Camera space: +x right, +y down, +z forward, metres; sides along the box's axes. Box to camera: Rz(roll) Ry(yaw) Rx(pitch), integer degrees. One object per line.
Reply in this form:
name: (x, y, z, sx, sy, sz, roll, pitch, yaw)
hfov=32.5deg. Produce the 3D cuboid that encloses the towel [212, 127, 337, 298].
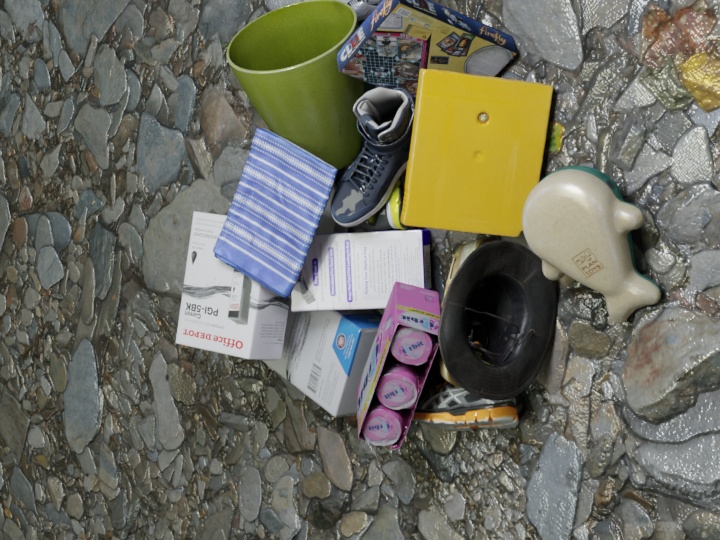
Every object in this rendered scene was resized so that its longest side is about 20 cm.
towel: (-0.122, -0.079, 1.709, 0.144, 0.024, 0.201, 30, 110, 24)

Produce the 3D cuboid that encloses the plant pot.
plant pot: (-0.069, -0.242, 1.725, 0.186, 0.187, 0.201, 23, 143, 42)

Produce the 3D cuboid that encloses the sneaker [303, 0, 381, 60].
sneaker: (-0.016, -0.390, 1.796, 0.200, 0.075, 0.116, -40, 53, 25)

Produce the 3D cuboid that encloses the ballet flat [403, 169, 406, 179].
ballet flat: (0.089, -0.182, 1.715, 0.065, 0.070, 0.202, -13, 88, 28)

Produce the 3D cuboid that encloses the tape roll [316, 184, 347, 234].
tape roll: (-0.110, -0.063, 1.883, 0.201, 0.037, 0.205, -16, 58, 27)

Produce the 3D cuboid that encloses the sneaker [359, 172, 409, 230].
sneaker: (0.022, -0.149, 1.737, 0.084, 0.074, 0.202, -11, 65, 18)

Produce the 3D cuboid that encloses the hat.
hat: (0.161, 0.061, 1.587, 0.081, 0.199, 0.203, 7, 98, 61)

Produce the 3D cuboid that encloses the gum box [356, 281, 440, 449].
gum box: (0.049, 0.133, 1.676, 0.114, 0.065, 0.201, -89, 15, -61)

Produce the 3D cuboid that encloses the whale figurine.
whale figurine: (0.290, -0.037, 1.511, 0.200, 0.104, 0.159, 51, 129, 0)

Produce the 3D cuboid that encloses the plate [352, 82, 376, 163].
plate: (-0.016, -0.262, 1.844, 0.199, 0.025, 0.202, 5, 98, 45)

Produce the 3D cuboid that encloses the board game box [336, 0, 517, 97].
board game box: (0.087, -0.283, 1.611, 0.135, 0.199, 0.035, -43, 45, 38)

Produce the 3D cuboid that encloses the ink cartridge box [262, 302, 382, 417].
ink cartridge box: (-0.054, 0.108, 1.867, 0.199, 0.084, 0.146, 33, 114, 40)

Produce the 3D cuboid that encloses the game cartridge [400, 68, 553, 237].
game cartridge: (0.149, -0.150, 1.590, 0.032, 0.174, 0.202, -120, 37, -75)

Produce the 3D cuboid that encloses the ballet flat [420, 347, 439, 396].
ballet flat: (0.075, 0.140, 1.764, 0.067, 0.046, 0.201, 45, 123, 34)

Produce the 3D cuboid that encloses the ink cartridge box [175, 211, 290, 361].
ink cartridge box: (-0.182, 0.023, 1.813, 0.146, 0.083, 0.202, 8, 91, 31)

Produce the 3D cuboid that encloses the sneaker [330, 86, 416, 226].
sneaker: (0.010, -0.154, 1.630, 0.077, 0.146, 0.203, 44, 98, 23)

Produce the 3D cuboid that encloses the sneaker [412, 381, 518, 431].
sneaker: (0.138, 0.177, 1.691, 0.199, 0.078, 0.078, -9, 71, 44)

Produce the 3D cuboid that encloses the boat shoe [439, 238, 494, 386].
boat shoe: (0.142, 0.057, 1.661, 0.066, 0.074, 0.202, -1, 71, 57)

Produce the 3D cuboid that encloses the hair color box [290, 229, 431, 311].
hair color box: (0.000, 0.000, 1.757, 0.198, 0.065, 0.111, -2, 92, 13)
